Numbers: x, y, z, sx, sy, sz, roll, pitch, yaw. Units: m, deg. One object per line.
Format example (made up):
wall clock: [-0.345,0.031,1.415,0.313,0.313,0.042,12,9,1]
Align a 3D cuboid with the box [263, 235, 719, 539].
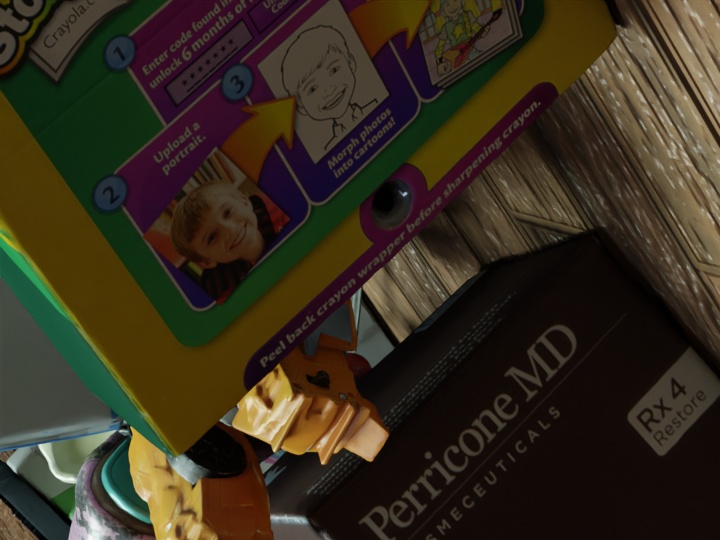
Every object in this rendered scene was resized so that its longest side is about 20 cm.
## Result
box: [0.080,0.120,0.810,0.200,0.166,0.164,48,165,-6]

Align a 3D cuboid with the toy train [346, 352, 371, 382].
toy train: [-0.017,0.111,1.024,0.200,0.116,0.085,24,-163,-51]

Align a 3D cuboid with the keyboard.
keyboard: [-0.164,0.175,1.097,0.200,0.040,0.104,51,166,-31]

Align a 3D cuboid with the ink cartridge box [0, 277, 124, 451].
ink cartridge box: [-0.150,-0.006,0.740,0.200,0.084,0.145,167,92,-79]

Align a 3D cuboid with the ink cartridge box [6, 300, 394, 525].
ink cartridge box: [-0.086,0.088,1.122,0.145,0.200,0.088,23,156,55]

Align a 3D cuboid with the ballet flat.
ballet flat: [-0.074,0.077,0.859,0.069,0.200,0.071,40,126,2]

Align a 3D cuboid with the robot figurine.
robot figurine: [-0.052,0.029,0.749,0.058,0.145,0.200,19,-153,-25]

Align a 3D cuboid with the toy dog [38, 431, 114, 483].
toy dog: [-0.144,0.010,1.040,0.139,0.195,0.200,15,-176,12]

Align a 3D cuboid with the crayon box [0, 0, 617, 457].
crayon box: [-0.034,-0.075,0.555,0.058,0.200,0.173,30,158,47]

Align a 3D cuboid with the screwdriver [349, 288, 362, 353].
screwdriver: [0.000,0.000,0.984,0.028,0.029,0.200,12,159,4]
